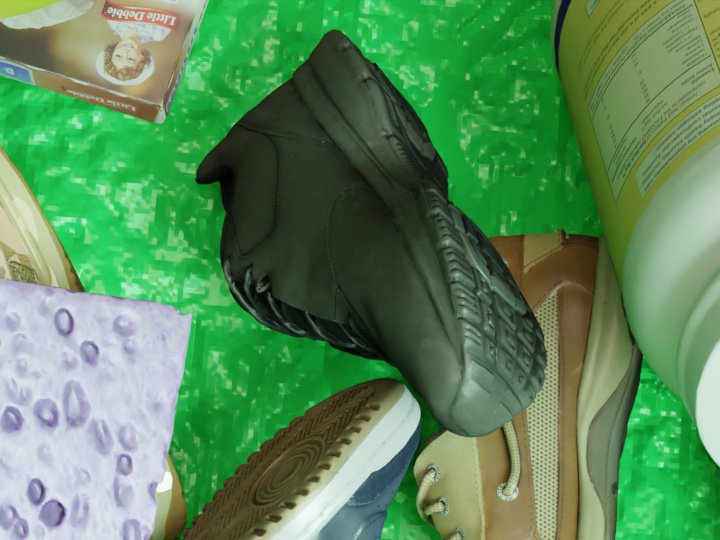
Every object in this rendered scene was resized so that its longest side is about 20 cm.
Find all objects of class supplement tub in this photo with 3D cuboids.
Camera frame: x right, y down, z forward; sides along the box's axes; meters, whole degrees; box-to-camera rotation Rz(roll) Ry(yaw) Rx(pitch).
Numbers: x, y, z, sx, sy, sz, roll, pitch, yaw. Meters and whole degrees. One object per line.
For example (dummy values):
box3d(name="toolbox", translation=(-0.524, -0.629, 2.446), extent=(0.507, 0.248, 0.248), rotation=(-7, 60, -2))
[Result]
box3d(name="supplement tub", translation=(0.150, -0.036, 0.836), extent=(0.145, 0.145, 0.200), rotation=(-6, 45, -3))

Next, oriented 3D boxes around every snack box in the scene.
box3d(name="snack box", translation=(-0.158, -0.119, 0.952), extent=(0.200, 0.024, 0.072), rotation=(17, 74, 3))

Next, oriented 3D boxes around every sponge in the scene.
box3d(name="sponge", translation=(-0.159, 0.051, 0.806), extent=(0.200, 0.030, 0.112), rotation=(11, 87, -26))

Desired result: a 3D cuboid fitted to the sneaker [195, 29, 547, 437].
box3d(name="sneaker", translation=(0.000, 0.000, 0.873), extent=(0.091, 0.076, 0.200), rotation=(-35, 37, 6))

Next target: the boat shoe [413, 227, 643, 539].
box3d(name="boat shoe", translation=(0.056, 0.077, 0.887), extent=(0.074, 0.076, 0.200), rotation=(9, 67, 6))

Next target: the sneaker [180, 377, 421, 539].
box3d(name="sneaker", translation=(-0.022, 0.139, 0.855), extent=(0.109, 0.070, 0.200), rotation=(45, 69, -16))

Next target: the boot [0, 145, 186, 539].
box3d(name="boot", translation=(-0.172, 0.039, 0.872), extent=(0.155, 0.073, 0.200), rotation=(-27, 83, -23))

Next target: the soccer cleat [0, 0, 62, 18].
box3d(name="soccer cleat", translation=(-0.168, -0.097, 0.880), extent=(0.200, 0.065, 0.084), rotation=(2, 99, 27))
